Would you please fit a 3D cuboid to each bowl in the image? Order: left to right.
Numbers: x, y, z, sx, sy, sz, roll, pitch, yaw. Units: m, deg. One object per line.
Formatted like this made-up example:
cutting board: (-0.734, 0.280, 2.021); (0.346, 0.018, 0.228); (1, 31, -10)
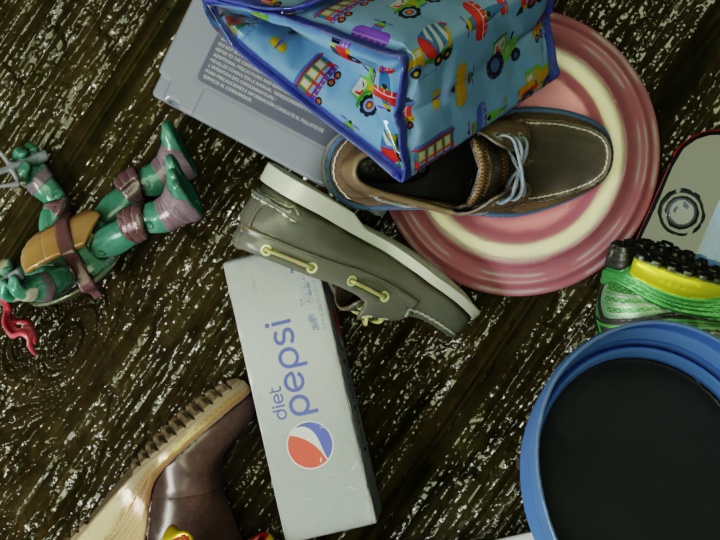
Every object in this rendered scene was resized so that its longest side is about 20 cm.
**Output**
bowl: (0.189, 0.133, 1.119); (0.199, 0.039, 0.203); (8, 69, -21)

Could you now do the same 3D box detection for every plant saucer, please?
plant saucer: (0.109, -0.082, 1.242); (0.198, 0.051, 0.203); (0, 92, 6)

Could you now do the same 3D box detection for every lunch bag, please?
lunch bag: (0.007, -0.164, 1.150); (0.199, 0.150, 0.095); (31, 140, 34)

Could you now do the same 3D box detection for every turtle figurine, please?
turtle figurine: (-0.209, -0.027, 1.258); (0.199, 0.101, 0.150); (-27, 48, 5)

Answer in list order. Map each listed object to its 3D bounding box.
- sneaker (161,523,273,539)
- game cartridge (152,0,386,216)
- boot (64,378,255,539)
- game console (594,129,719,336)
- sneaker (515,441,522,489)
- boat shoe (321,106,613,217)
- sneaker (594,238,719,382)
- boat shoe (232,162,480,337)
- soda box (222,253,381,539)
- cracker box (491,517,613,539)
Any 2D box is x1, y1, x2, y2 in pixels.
sneaker: (-0.051, 0.226, 1.227); (0.199, 0.073, 0.078); (22, 85, -26)
game cartridge: (-0.037, -0.139, 1.239); (0.199, 0.041, 0.134); (29, 98, 22)
boot: (-0.102, 0.195, 1.276); (0.166, 0.072, 0.200); (42, 94, -9)
game console: (0.283, 0.015, 1.235); (0.199, 0.031, 0.178); (24, 94, 6)
sneaker: (0.189, 0.185, 1.206); (0.082, 0.078, 0.201); (-17, 69, -33)
boat shoe: (0.077, -0.064, 1.165); (0.198, 0.072, 0.073); (-7, 100, -11)
sneaker: (0.253, 0.047, 1.202); (0.198, 0.078, 0.086); (20, 106, 15)
boat shoe: (-0.001, -0.001, 1.201); (0.201, 0.072, 0.061); (32, 91, -35)
soda box: (-0.040, 0.083, 1.255); (0.068, 0.063, 0.202); (-13, 90, 5)
cracker box: (0.106, 0.244, 1.187); (0.199, 0.057, 0.135); (-21, 77, 43)
